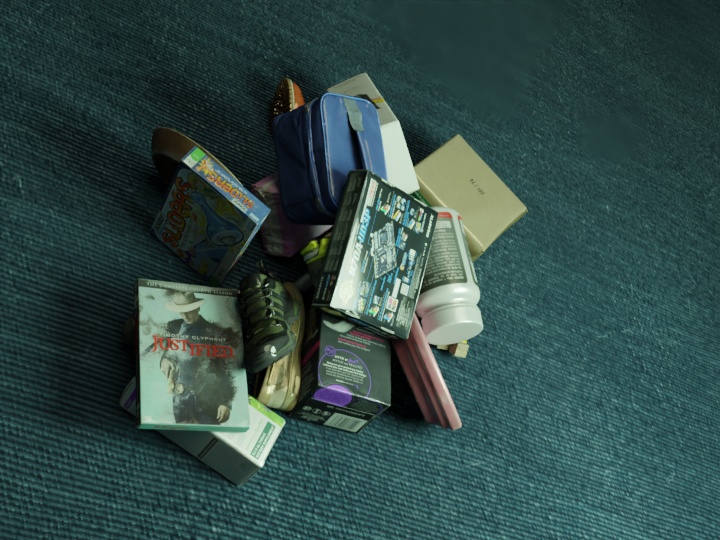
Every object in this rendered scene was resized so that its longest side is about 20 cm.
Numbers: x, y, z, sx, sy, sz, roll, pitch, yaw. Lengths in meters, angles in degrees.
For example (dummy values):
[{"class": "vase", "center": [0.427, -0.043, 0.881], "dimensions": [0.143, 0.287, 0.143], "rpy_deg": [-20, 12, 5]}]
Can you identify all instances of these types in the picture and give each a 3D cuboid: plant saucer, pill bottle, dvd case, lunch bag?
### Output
[{"class": "plant saucer", "center": [0.094, 0.154, 1.296], "dimensions": [0.050, 0.201, 0.203], "rpy_deg": [-23, 68, 2]}, {"class": "plant saucer", "center": [-0.239, -0.128, 1.256], "dimensions": [0.200, 0.200, 0.035], "rpy_deg": [40, 71, -3]}, {"class": "pill bottle", "center": [0.130, 0.010, 1.379], "dimensions": [0.112, 0.114, 0.203], "rpy_deg": [5, 62, -31]}, {"class": "dvd case", "center": [-0.219, 0.109, 1.094], "dimensions": [0.144, 0.022, 0.202], "rpy_deg": [9, 54, -27]}, {"class": "lunch bag", "center": [-0.038, -0.158, 1.273], "dimensions": [0.135, 0.131, 0.203], "rpy_deg": [-4, 82, -44]}]

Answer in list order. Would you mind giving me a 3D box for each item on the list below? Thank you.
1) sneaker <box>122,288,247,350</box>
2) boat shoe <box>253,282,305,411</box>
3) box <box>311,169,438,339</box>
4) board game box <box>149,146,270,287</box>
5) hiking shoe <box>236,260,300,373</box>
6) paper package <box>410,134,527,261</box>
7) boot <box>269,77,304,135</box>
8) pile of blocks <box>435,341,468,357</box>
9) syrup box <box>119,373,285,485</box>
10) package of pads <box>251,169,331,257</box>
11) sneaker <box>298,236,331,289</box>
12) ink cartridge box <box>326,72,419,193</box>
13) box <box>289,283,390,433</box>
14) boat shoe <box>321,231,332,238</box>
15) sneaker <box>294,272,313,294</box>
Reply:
[{"class": "sneaker", "center": [-0.216, 0.087, 1.163], "dimensions": [0.198, 0.076, 0.115], "rpy_deg": [-14, 45, -39]}, {"class": "boat shoe", "center": [-0.123, 0.103, 1.239], "dimensions": [0.064, 0.071, 0.202], "rpy_deg": [15, 54, -25]}, {"class": "box", "center": [0.025, -0.020, 1.207], "dimensions": [0.158, 0.046, 0.203], "rpy_deg": [25, 75, -40]}, {"class": "board game box", "center": [-0.219, -0.069, 1.206], "dimensions": [0.135, 0.200, 0.035], "rpy_deg": [40, 52, -2]}, {"class": "hiking shoe", "center": [-0.137, 0.060, 1.134], "dimensions": [0.101, 0.075, 0.200], "rpy_deg": [56, 11, -18]}, {"class": "paper package", "center": [0.180, -0.123, 1.576], "dimensions": [0.200, 0.104, 0.190], "rpy_deg": [48, 46, 4]}, {"class": "boot", "center": [-0.098, -0.245, 1.504], "dimensions": [0.106, 0.075, 0.203], "rpy_deg": [2, 67, -36]}, {"class": "pile of blocks", "center": [0.146, 0.048, 1.447], "dimensions": [0.061, 0.082, 0.203], "rpy_deg": [11, 54, -26]}, {"class": "syrup box", "center": [-0.209, 0.187, 1.117], "dimensions": [0.199, 0.081, 0.079], "rpy_deg": [37, 46, -8]}, {"class": "package of pads", "center": [-0.088, -0.120, 1.381], "dimensions": [0.075, 0.122, 0.200], "rpy_deg": [15, 37, 32]}, {"class": "sneaker", "center": [0.000, 0.000, 1.261], "dimensions": [0.198, 0.074, 0.082], "rpy_deg": [-1, 74, -34]}, {"class": "ink cartridge box", "center": [0.020, -0.228, 1.463], "dimensions": [0.085, 0.149, 0.201], "rpy_deg": [-24, 39, -2]}, {"class": "box", "center": [-0.029, 0.121, 1.264], "dimensions": [0.121, 0.106, 0.202], "rpy_deg": [19, 50, -21]}, {"class": "boat shoe", "center": [-0.007, -0.070, 1.415], "dimensions": [0.073, 0.067, 0.199], "rpy_deg": [12, 21, 30]}, {"class": "sneaker", "center": [-0.011, 0.024, 1.367], "dimensions": [0.197, 0.075, 0.083], "rpy_deg": [-7, 80, -27]}]
